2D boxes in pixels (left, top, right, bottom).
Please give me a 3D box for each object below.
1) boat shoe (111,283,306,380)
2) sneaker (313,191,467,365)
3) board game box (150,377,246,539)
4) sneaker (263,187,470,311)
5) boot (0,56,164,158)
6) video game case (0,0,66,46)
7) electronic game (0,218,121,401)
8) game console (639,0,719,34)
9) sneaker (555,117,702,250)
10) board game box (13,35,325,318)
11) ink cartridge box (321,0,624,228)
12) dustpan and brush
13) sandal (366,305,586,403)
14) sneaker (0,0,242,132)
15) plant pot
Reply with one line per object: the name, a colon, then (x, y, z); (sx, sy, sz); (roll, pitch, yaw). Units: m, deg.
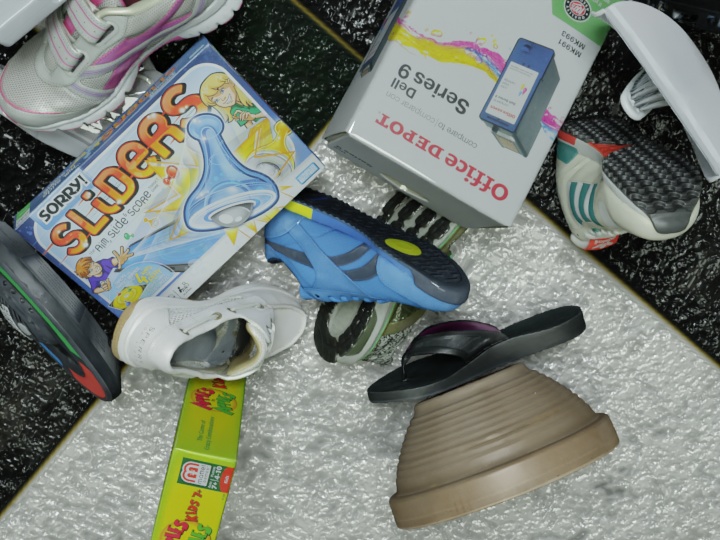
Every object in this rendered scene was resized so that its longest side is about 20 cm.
boat shoe: (-0.101, 0.057, 0.806); (0.069, 0.200, 0.071); (26, 109, 31)
sneaker: (0.045, 0.003, 0.869); (0.089, 0.077, 0.200); (27, 107, -45)
board game box: (-0.128, 0.142, 0.823); (0.048, 0.200, 0.102); (14, 108, -8)
sneaker: (0.000, 0.000, 0.806); (0.200, 0.066, 0.079); (27, 109, 34)
boot: (-0.196, -0.132, 0.798); (0.200, 0.074, 0.096); (29, 100, -21)
video game case: (-0.213, -0.278, 0.697); (0.182, 0.024, 0.200); (-36, 64, 9)
electronic game: (-0.257, 0.025, 0.786); (0.042, 0.200, 0.200); (-43, 109, -21)
game console: (0.275, -0.225, 0.718); (0.172, 0.200, 0.119); (12, 109, -8)
sneaker: (0.200, -0.050, 0.780); (0.070, 0.200, 0.094); (-5, 116, -8)
board game box: (-0.145, -0.061, 0.780); (0.200, 0.034, 0.135); (-44, 117, 4)
ink cartridge box: (0.083, -0.149, 0.762); (0.145, 0.088, 0.200); (29, 86, -13)
dustpan and brush: (0.222, -0.144, 0.747); (0.057, 0.200, 0.140); (-33, 96, 39)
sandal: (0.095, 0.062, 0.882); (0.200, 0.075, 0.048); (-21, 99, -5)
sneaker: (-0.182, -0.178, 0.713); (0.200, 0.088, 0.081); (-37, 72, 5)
plant pot: (0.108, 0.138, 0.858); (0.201, 0.201, 0.093); (-23, 82, 5)
